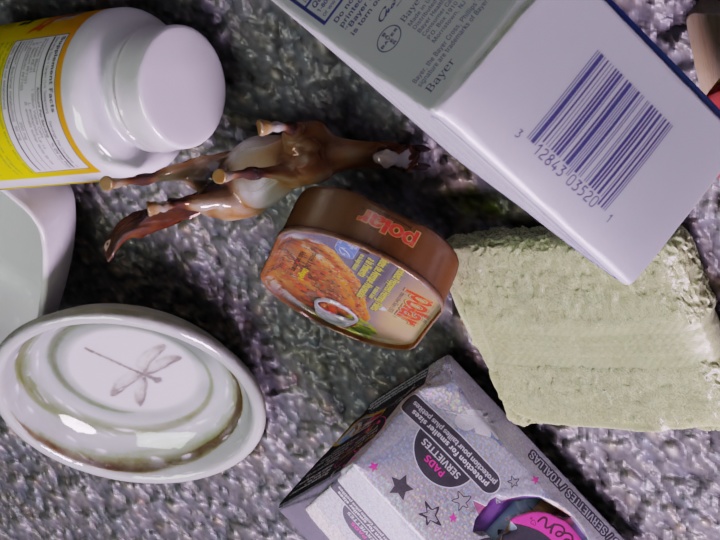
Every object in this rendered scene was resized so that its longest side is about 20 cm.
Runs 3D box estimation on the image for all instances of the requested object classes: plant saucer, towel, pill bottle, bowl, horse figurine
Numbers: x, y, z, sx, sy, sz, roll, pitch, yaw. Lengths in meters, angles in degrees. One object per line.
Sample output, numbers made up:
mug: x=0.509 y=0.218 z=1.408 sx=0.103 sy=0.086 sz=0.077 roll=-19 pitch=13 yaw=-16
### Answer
plant saucer: x=-0.163 y=0.076 z=1.826 sx=0.199 sy=0.050 sz=0.201 roll=4 pitch=141 yaw=4
towel: x=0.142 y=0.033 z=1.571 sx=0.199 sy=0.036 sz=0.149 roll=-3 pitch=122 yaw=44
pill bottle: x=-0.183 y=-0.111 z=1.659 sx=0.199 sy=0.109 sz=0.110 roll=-2 pitch=123 yaw=41
bowl: x=-0.286 y=-0.040 z=1.840 sx=0.199 sy=0.075 sz=0.201 roll=34 pitch=139 yaw=12
horse figurine: x=-0.073 y=-0.058 z=1.594 sx=0.199 sy=0.132 sz=0.050 roll=-20 pitch=81 yaw=36

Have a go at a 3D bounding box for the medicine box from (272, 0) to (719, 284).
medicine box: x=0.068 y=-0.112 z=1.337 sx=0.182 sy=0.103 sz=0.200 roll=38 pitch=-178 yaw=-41

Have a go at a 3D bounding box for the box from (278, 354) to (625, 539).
box: x=0.068 y=0.178 z=1.687 sx=0.200 sy=0.115 sz=0.132 roll=46 pitch=150 yaw=-5

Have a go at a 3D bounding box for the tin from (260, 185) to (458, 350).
tin: x=0.000 y=0.000 z=1.601 sx=0.112 sy=0.042 sz=0.200 roll=29 pitch=163 yaw=-2

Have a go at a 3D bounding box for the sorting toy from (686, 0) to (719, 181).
sorting toy: x=0.270 y=-0.037 z=1.370 sx=0.198 sy=0.070 sz=0.201 roll=8 pitch=130 yaw=36
